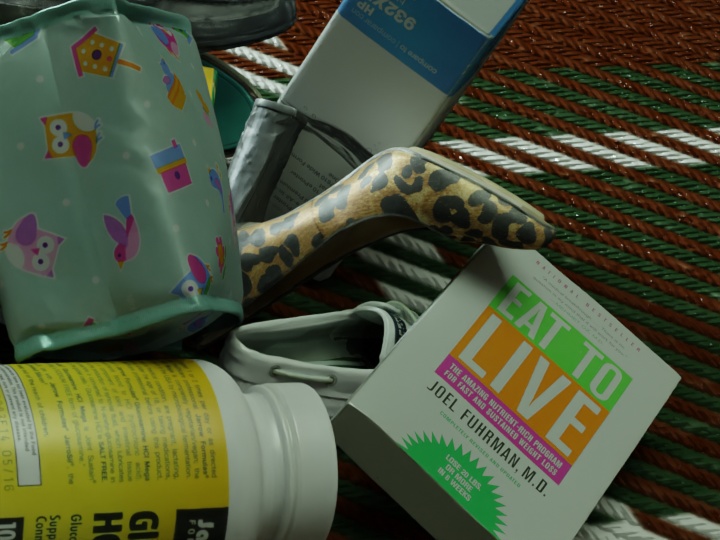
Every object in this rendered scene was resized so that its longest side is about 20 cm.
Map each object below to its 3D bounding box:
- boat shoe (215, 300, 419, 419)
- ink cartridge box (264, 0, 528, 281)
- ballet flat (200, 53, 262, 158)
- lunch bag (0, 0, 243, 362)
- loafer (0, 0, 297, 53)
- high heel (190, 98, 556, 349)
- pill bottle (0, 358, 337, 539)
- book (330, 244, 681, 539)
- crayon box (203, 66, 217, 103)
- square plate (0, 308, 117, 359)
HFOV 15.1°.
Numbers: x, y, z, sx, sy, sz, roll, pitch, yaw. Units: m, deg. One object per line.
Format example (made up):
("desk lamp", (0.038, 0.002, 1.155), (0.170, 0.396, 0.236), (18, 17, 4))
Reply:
("boat shoe", (0.011, 0.051, 1.465), (0.200, 0.067, 0.074), (-11, 40, -34))
("ink cartridge box", (0.015, -0.112, 1.579), (0.084, 0.200, 0.145), (36, 33, 0))
("ballet flat", (-0.149, -0.115, 1.669), (0.200, 0.070, 0.069), (16, 32, 5))
("lunch bag", (-0.124, -0.042, 1.381), (0.122, 0.171, 0.200), (-15, -3, 9))
("loafer", (-0.138, -0.164, 1.609), (0.200, 0.071, 0.068), (0, 13, 0))
("high heel", (0.000, 0.000, 1.477), (0.200, 0.143, 0.071), (19, -5, 26))
("pill bottle", (-0.118, 0.099, 1.299), (0.200, 0.113, 0.112), (-1, 35, -22))
("book", (0.075, 0.073, 1.434), (0.134, 0.048, 0.200), (43, 39, -1))
("crayon box", (-0.184, -0.081, 1.548), (0.200, 0.058, 0.119), (10, 33, -6))
("square plate", (-0.192, -0.024, 1.540), (0.200, 0.028, 0.198), (19, 33, 8))
